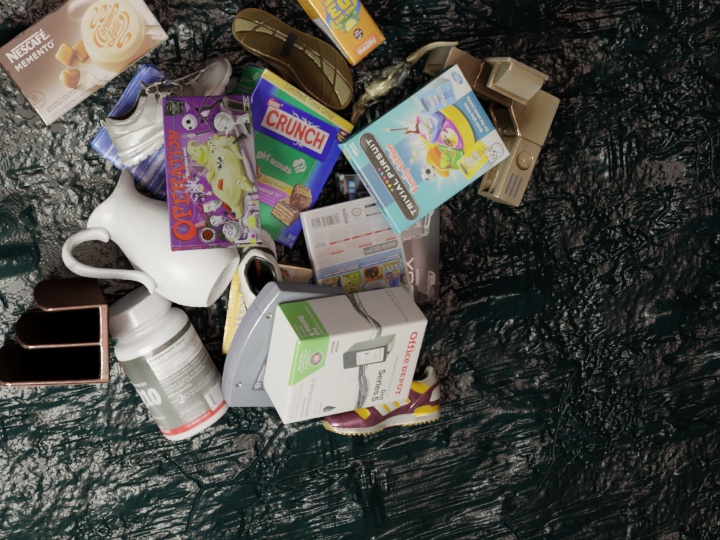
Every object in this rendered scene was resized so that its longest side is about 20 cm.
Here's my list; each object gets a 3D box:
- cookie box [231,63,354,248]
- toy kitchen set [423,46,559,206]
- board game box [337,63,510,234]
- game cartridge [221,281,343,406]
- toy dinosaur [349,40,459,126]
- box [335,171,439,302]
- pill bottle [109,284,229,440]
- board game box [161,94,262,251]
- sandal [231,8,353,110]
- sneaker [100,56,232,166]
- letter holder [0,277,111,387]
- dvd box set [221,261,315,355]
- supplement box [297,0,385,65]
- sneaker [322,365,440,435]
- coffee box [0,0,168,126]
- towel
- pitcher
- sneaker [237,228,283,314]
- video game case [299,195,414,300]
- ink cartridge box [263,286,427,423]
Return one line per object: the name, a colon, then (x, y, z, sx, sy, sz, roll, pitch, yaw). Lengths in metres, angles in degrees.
cookie box: (-0.128, -0.160, 1.437, 0.170, 0.075, 0.202, 27, 90, -34)
toy kitchen set: (0.190, -0.214, 1.511, 0.198, 0.163, 0.183, 21, 92, -21)
board game box: (0.091, -0.172, 1.448, 0.199, 0.047, 0.152, -36, 101, -6)
game cartridge: (-0.115, 0.103, 1.410, 0.132, 0.041, 0.202, 3, 122, -41)
toy dinosaur: (0.046, -0.280, 1.459, 0.199, 0.088, 0.048, -33, 84, 19)
box: (0.041, -0.050, 1.545, 0.155, 0.050, 0.203, -3, 101, -18)
pill bottle: (-0.274, 0.126, 1.431, 0.113, 0.114, 0.202, -31, 107, -12)
board game box: (-0.193, -0.128, 1.318, 0.118, 0.032, 0.203, -5, 78, -6)
sandal: (-0.096, -0.301, 1.456, 0.198, 0.054, 0.081, 31, 75, -7)
sneaker: (-0.260, -0.229, 1.370, 0.199, 0.075, 0.082, -40, 114, -7)
letter holder: (-0.407, 0.077, 1.328, 0.140, 0.200, 0.102, -2, 100, -18)
dvd box set: (-0.097, 0.064, 1.497, 0.197, 0.029, 0.149, 8, 98, -5)
supplement box: (-0.049, -0.391, 1.448, 0.066, 0.069, 0.201, -41, 112, -6)
sneaker: (0.031, 0.198, 1.580, 0.197, 0.075, 0.092, -7, 93, -25)
coffee box: (-0.369, -0.296, 1.342, 0.199, 0.080, 0.115, -38, 109, -10)
towel: (-0.261, -0.176, 1.432, 0.199, 0.024, 0.146, 37, 87, -21)
pitcher: (-0.277, -0.022, 1.352, 0.199, 0.122, 0.172, 32, 55, 6)
sneaker: (-0.135, 0.046, 1.423, 0.073, 0.080, 0.202, -16, 116, -2)
video game case: (0.000, 0.000, 1.468, 0.141, 0.018, 0.203, -14, 95, -20)
ink cartridge box: (-0.021, 0.113, 1.394, 0.197, 0.084, 0.147, -8, 128, -27)
